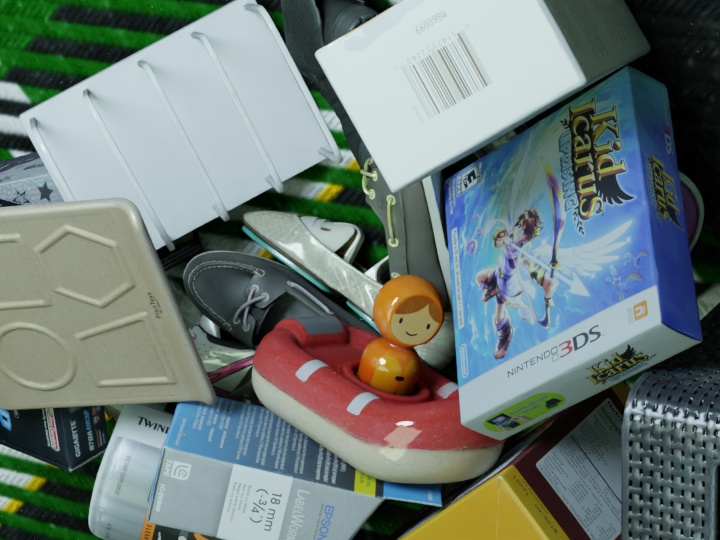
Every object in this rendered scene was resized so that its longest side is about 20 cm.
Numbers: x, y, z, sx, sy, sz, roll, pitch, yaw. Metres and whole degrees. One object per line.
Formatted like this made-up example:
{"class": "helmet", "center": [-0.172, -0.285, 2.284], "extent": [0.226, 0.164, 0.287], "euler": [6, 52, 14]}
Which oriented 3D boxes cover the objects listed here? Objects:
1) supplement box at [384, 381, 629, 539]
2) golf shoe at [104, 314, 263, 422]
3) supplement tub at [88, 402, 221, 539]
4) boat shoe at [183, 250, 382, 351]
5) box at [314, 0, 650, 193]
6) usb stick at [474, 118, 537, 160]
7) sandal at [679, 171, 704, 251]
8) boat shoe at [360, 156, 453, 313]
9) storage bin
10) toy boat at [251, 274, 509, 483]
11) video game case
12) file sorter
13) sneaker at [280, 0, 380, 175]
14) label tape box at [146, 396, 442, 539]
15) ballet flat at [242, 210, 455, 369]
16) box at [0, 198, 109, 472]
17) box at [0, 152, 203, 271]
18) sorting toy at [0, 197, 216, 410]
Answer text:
{"class": "supplement box", "center": [0.119, 0.207, 1.558], "extent": [0.197, 0.200, 0.133], "euler": [-38, 86, 36]}
{"class": "golf shoe", "center": [-0.126, 0.078, 1.746], "extent": [0.199, 0.073, 0.092], "euler": [-8, 99, 25]}
{"class": "supplement tub", "center": [-0.103, 0.180, 1.676], "extent": [0.199, 0.123, 0.123], "euler": [17, 119, 2]}
{"class": "boat shoe", "center": [-0.047, 0.045, 1.652], "extent": [0.200, 0.057, 0.067], "euler": [30, 98, -4]}
{"class": "box", "center": [0.086, -0.146, 1.424], "extent": [0.152, 0.200, 0.107], "euler": [-29, 91, 22]}
{"class": "usb stick", "center": [0.097, -0.108, 1.554], "extent": [0.055, 0.033, 0.200], "euler": [-39, 85, 30]}
{"class": "sandal", "center": [0.173, 0.005, 1.526], "extent": [0.082, 0.050, 0.203], "euler": [31, 129, -14]}
{"class": "boat shoe", "center": [0.033, -0.054, 1.551], "extent": [0.060, 0.072, 0.202], "euler": [-10, 118, 11]}
{"class": "storage bin", "center": [0.255, 0.115, 1.436], "extent": [0.093, 0.200, 0.136], "euler": [8, 113, 28]}
{"class": "toy boat", "center": [0.024, 0.066, 1.531], "extent": [0.200, 0.130, 0.131], "euler": [30, 111, 35]}
{"class": "video game case", "center": [0.137, -0.011, 1.443], "extent": [0.181, 0.045, 0.201], "euler": [-30, 50, 38]}
{"class": "file sorter", "center": [-0.132, -0.096, 1.575], "extent": [0.199, 0.125, 0.139], "euler": [-28, 101, -3]}
{"class": "sneaker", "center": [-0.009, -0.149, 1.587], "extent": [0.104, 0.060, 0.200], "euler": [36, 150, 46]}
{"class": "label tape box", "center": [-0.045, 0.153, 1.546], "extent": [0.199, 0.144, 0.064], "euler": [13, 104, -1]}
{"class": "ballet flat", "center": [0.000, 0.000, 1.650], "extent": [0.200, 0.067, 0.062], "euler": [37, 96, 10]}
{"class": "box", "center": [-0.276, 0.042, 1.659], "extent": [0.159, 0.046, 0.201], "euler": [16, 122, 38]}
{"class": "box", "center": [-0.254, -0.035, 1.740], "extent": [0.199, 0.132, 0.115], "euler": [-10, 103, 34]}
{"class": "sorting toy", "center": [-0.213, 0.023, 1.533], "extent": [0.199, 0.037, 0.186], "euler": [-1, 130, 23]}
